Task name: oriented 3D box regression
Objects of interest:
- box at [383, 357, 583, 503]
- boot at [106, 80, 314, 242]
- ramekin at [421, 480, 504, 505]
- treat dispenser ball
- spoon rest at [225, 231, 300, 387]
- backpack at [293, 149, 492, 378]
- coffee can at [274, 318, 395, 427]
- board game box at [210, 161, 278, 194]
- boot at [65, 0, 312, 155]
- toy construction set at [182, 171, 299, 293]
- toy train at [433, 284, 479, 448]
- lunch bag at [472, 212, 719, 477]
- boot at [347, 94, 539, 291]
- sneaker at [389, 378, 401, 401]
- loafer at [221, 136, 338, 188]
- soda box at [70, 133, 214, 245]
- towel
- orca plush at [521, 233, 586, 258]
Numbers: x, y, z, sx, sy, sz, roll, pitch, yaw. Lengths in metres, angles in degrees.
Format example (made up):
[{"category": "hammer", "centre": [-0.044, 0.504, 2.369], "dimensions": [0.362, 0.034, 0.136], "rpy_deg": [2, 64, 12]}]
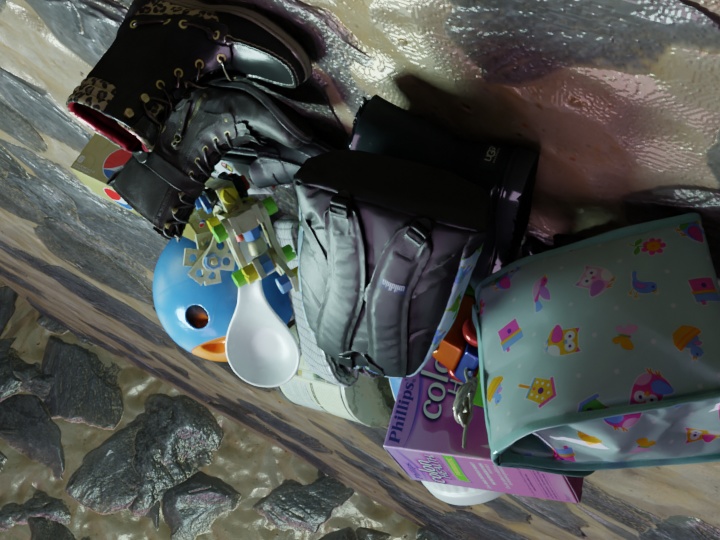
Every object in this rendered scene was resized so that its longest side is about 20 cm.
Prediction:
[{"category": "box", "centre": [0.149, 0.142, 0.963], "dimensions": [0.197, 0.178, 0.097], "rpy_deg": [1, 147, 29]}, {"category": "boot", "centre": [-0.153, -0.109, 0.874], "dimensions": [0.199, 0.176, 0.069], "rpy_deg": [30, -173, 28]}, {"category": "ramekin", "centre": [0.140, 0.190, 1.135], "dimensions": [0.199, 0.201, 0.105], "rpy_deg": [4, 138, 52]}, {"category": "treat dispenser ball", "centre": [-0.186, 0.023, 1.210], "dimensions": [0.199, 0.202, 0.201], "rpy_deg": [28, 160, 11]}, {"category": "spoon rest", "centre": [-0.127, 0.056, 1.090], "dimensions": [0.098, 0.061, 0.203], "rpy_deg": [0, 109, 11]}, {"category": "backpack", "centre": [0.022, 0.002, 0.744], "dimensions": [0.161, 0.154, 0.203], "rpy_deg": [14, 122, 11]}, {"category": "coffee can", "centre": [-0.029, 0.153, 1.357], "dimensions": [0.199, 0.147, 0.146], "rpy_deg": [5, 147, 51]}, {"category": "board game box", "centre": [-0.193, -0.144, 1.072], "dimensions": [0.199, 0.035, 0.126], "rpy_deg": [7, 149, 51]}, {"category": "boot", "centre": [-0.157, -0.171, 0.785], "dimensions": [0.198, 0.152, 0.073], "rpy_deg": [26, 160, 16]}, {"category": "toy construction set", "centre": [-0.139, -0.038, 0.977], "dimensions": [0.199, 0.092, 0.132], "rpy_deg": [0, 121, 57]}, {"category": "toy train", "centre": [0.071, 0.069, 0.873], "dimensions": [0.114, 0.202, 0.085], "rpy_deg": [18, 143, 3]}, {"category": "lunch bag", "centre": [0.189, 0.067, 0.699], "dimensions": [0.197, 0.172, 0.122], "rpy_deg": [-13, 144, 17]}, {"category": "boot", "centre": [0.070, -0.064, 0.803], "dimensions": [0.166, 0.077, 0.201], "rpy_deg": [22, 151, 16]}, {"category": "sneaker", "centre": [0.049, 0.099, 1.096], "dimensions": [0.076, 0.202, 0.111], "rpy_deg": [-25, 140, 13]}, {"category": "loafer", "centre": [-0.086, -0.116, 0.913], "dimensions": [0.199, 0.071, 0.068], "rpy_deg": [24, 178, 24]}, {"category": "soda box", "centre": [-0.269, -0.107, 1.120], "dimensions": [0.198, 0.068, 0.064], "rpy_deg": [24, 160, 22]}, {"category": "towel", "centre": [-0.035, 0.026, 1.034], "dimensions": [0.165, 0.084, 0.203], "rpy_deg": [-173, 69, -75]}, {"category": "orca plush", "centre": [0.167, 0.002, 0.834], "dimensions": [0.072, 0.104, 0.200], "rpy_deg": [58, 171, 19]}]
